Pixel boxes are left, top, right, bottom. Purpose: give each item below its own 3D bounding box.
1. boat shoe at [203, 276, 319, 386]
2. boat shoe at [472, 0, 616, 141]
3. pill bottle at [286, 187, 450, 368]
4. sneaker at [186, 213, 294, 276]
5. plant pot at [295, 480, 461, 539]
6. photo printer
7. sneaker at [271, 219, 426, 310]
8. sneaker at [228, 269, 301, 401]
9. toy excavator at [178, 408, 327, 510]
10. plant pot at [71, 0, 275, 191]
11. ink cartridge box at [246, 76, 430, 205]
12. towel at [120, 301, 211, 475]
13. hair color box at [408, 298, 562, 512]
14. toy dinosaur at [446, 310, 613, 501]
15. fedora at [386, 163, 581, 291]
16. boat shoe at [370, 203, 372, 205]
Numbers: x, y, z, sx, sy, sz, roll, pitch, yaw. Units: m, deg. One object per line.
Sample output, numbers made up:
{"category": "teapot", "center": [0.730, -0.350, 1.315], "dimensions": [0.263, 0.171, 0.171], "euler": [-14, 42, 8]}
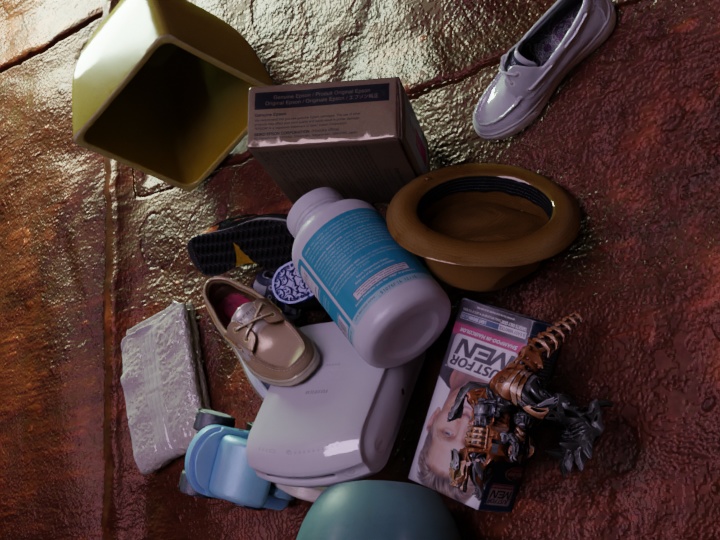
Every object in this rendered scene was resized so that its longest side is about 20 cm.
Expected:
{"category": "boat shoe", "center": [-0.121, 0.064, 1.507], "dimensions": [0.074, 0.069, 0.200], "euler": [-45, 40, -13]}
{"category": "boat shoe", "center": [0.183, -0.219, 1.424], "dimensions": [0.200, 0.068, 0.072], "euler": [-40, 57, 27]}
{"category": "pill bottle", "center": [0.000, 0.000, 1.426], "dimensions": [0.111, 0.111, 0.200], "euler": [-51, 55, 20]}
{"category": "sneaker", "center": [-0.115, -0.045, 1.632], "dimensions": [0.200, 0.090, 0.070], "euler": [-7, 114, 36]}
{"category": "plant pot", "center": [0.018, 0.305, 1.364], "dimensions": [0.200, 0.200, 0.161], "euler": [-16, 60, 37]}
{"category": "photo printer", "center": [-0.029, 0.146, 1.458], "dimensions": [0.166, 0.069, 0.200], "euler": [-7, 44, 34]}
{"category": "sneaker", "center": [-0.001, -0.005, 1.538], "dimensions": [0.200, 0.078, 0.070], "euler": [-17, 77, 13]}
{"category": "sneaker", "center": [-0.090, 0.082, 1.589], "dimensions": [0.109, 0.070, 0.200], "euler": [-54, 48, 20]}
{"category": "toy excavator", "center": [-0.096, 0.238, 1.526], "dimensions": [0.200, 0.194, 0.100], "euler": [-167, 92, -70]}
{"category": "plant pot", "center": [-0.256, -0.261, 1.745], "dimensions": [0.195, 0.194, 0.200], "euler": [-44, 46, 24]}
{"category": "ink cartridge box", "center": [-0.018, -0.136, 1.461], "dimensions": [0.164, 0.200, 0.075], "euler": [-3, 74, 11]}
{"category": "towel", "center": [-0.253, 0.149, 1.738], "dimensions": [0.132, 0.034, 0.200], "euler": [-30, 62, 33]}
{"category": "hair color box", "center": [0.130, 0.139, 1.391], "dimensions": [0.100, 0.060, 0.200], "euler": [17, 92, 42]}
{"category": "toy dinosaur", "center": [0.164, 0.133, 1.298], "dimensions": [0.136, 0.102, 0.200], "euler": [30, 100, 5]}
{"category": "fedora", "center": [0.127, -0.036, 1.396], "dimensions": [0.201, 0.200, 0.082], "euler": [37, 143, 40]}
{"category": "boat shoe", "center": [-0.050, -0.100, 1.600], "dimensions": [0.072, 0.066, 0.201], "euler": [-46, 54, 23]}
